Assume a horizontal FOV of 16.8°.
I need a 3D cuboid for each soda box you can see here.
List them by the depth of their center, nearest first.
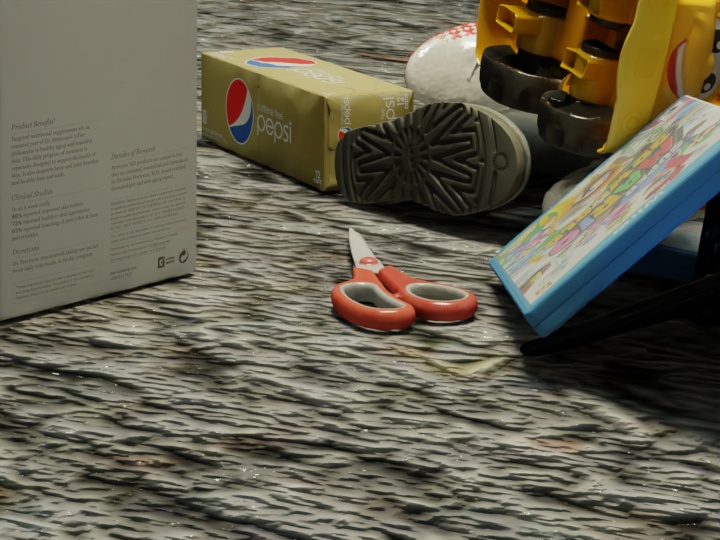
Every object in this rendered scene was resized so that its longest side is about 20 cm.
[{"bbox_3d":[-0.039,-0.104,1.646,0.067,0.064,0.200,-6,15,-26],"label":"soda box"}]

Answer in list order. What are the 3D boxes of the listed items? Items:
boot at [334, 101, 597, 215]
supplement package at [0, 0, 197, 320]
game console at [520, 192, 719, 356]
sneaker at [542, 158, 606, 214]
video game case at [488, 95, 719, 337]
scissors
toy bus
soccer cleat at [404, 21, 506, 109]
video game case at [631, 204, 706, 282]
[{"bbox_3d":[0.107,-0.076,1.531,0.199,0.073,0.182,-2,7,-37],"label":"boot"},{"bbox_3d":[-0.191,-0.095,1.312,0.150,0.201,0.152,12,17,37],"label":"supplement package"},{"bbox_3d":[0.186,-0.039,1.159,0.116,0.177,0.200,23,-22,-23],"label":"game console"},{"bbox_3d":[0.181,-0.074,1.500,0.073,0.085,0.200,15,21,40],"label":"sneaker"},{"bbox_3d":[0.131,-0.032,1.235,0.143,0.018,0.200,-40,7,3],"label":"video game case"},{"bbox_3d":[0.000,0.000,1.328,0.073,0.014,0.200,-6,17,-20],"label":"scissors"},{"bbox_3d":[0.183,-0.142,1.429,0.191,0.136,0.200,6,19,-22],"label":"toy bus"},{"bbox_3d":[0.131,-0.150,1.838,0.199,0.069,0.085,0,9,-25],"label":"soccer cleat"},{"bbox_3d":[0.234,-0.020,1.388,0.143,0.018,0.200,13,19,43],"label":"video game case"}]
